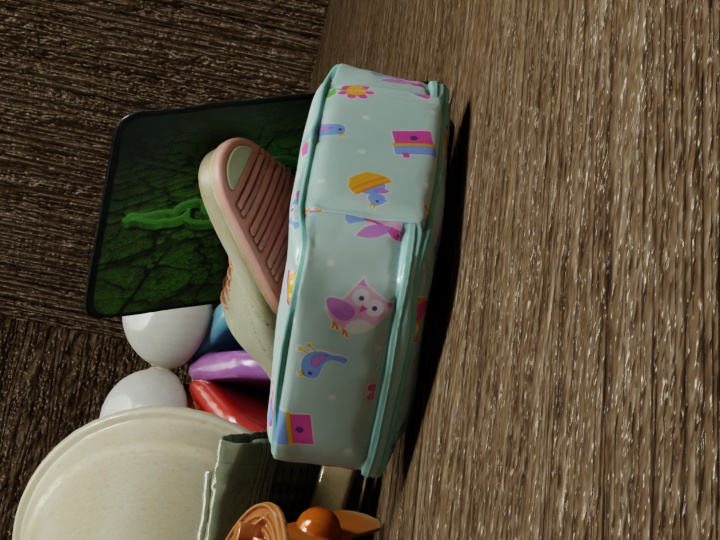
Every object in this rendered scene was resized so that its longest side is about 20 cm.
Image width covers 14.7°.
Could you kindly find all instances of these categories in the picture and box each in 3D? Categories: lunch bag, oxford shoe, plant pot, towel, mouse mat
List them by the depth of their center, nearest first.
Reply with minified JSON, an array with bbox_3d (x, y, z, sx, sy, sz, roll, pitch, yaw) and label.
[{"bbox_3d":[0.000,0.000,1.433,0.200,0.077,0.161,-80,-2,-54],"label":"lunch bag"},{"bbox_3d":[-0.058,0.181,1.545,0.192,0.034,0.201,7,-84,-67],"label":"towel"},{"bbox_3d":[-0.055,0.008,1.570,0.071,0.074,0.200,-63,-40,-40],"label":"oxford shoe"},{"bbox_3d":[-0.054,-0.039,1.576,0.161,0.199,0.008,105,148,-43],"label":"mouse mat"},{"bbox_3d":[-0.128,0.203,1.659,0.184,0.200,0.201,-70,-7,-74],"label":"plant pot"}]

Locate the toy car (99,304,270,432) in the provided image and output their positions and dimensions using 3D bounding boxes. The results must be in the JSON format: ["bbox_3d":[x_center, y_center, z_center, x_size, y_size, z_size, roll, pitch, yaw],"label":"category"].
[{"bbox_3d":[-0.084,0.085,2.056,0.150,0.175,0.201,8,86,52],"label":"toy car"}]

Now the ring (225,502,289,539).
[{"bbox_3d":[-0.075,0.207,1.339,0.200,0.019,0.201,-164,90,-76],"label":"ring"}]

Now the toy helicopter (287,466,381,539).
[{"bbox_3d":[-0.030,0.156,1.460,0.200,0.079,0.133,-72,-5,-51],"label":"toy helicopter"}]
